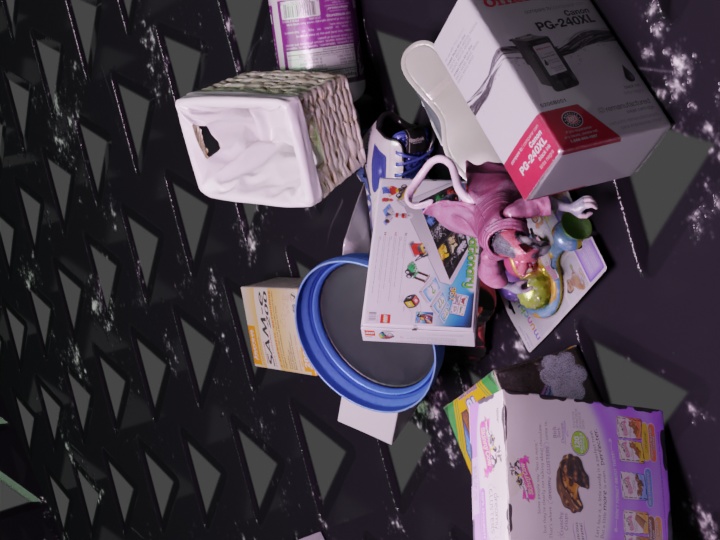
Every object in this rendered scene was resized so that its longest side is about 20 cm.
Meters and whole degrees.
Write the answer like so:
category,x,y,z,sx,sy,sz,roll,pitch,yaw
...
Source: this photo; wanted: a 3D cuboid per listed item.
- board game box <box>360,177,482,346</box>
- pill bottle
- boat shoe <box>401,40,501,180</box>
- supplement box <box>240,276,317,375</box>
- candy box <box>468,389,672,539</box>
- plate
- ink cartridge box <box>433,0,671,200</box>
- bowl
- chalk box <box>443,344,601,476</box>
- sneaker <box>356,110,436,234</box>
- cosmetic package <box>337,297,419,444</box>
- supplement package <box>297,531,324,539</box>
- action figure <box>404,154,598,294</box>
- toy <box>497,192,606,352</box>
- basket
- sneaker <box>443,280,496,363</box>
category,x,y,z,sx,sy,sz,roll,pitch,yaw
board game box,0.073,-0.012,1.509,0.035,0.124,0.202,81,-165,-57
pill bottle,-0.052,-0.270,1.717,0.112,0.111,0.203,11,111,58
boat shoe,0.116,-0.172,1.542,0.202,0.072,0.062,59,-170,16
supplement box,-0.094,0.079,1.973,0.199,0.073,0.128,0,101,60
candy box,0.209,0.217,1.342,0.071,0.197,0.170,-34,51,58
plate,0.000,0.000,1.728,0.200,0.032,0.202,-74,-8,-57
ink cartridge box,0.183,-0.182,1.314,0.202,0.144,0.084,62,148,22
bowl,0.013,0.072,1.599,0.198,0.039,0.203,18,125,27
chalk box,0.200,0.206,1.473,0.124,0.123,0.203,-43,64,57
sneaker,0.052,-0.110,1.636,0.202,0.080,0.115,67,151,19
cosmetic package,0.039,0.103,1.702,0.084,0.108,0.202,20,128,16
supplement package,-0.095,0.537,2.088,0.201,0.154,0.111,60,146,25
action figure,0.143,-0.060,1.386,0.135,0.148,0.200,-58,15,17
toy,0.188,0.000,1.481,0.116,0.047,0.200,66,148,21
basket,-0.106,-0.167,1.647,0.198,0.123,0.137,7,121,40
sneaker,0.124,0.041,1.609,0.201,0.073,0.088,108,170,-56
